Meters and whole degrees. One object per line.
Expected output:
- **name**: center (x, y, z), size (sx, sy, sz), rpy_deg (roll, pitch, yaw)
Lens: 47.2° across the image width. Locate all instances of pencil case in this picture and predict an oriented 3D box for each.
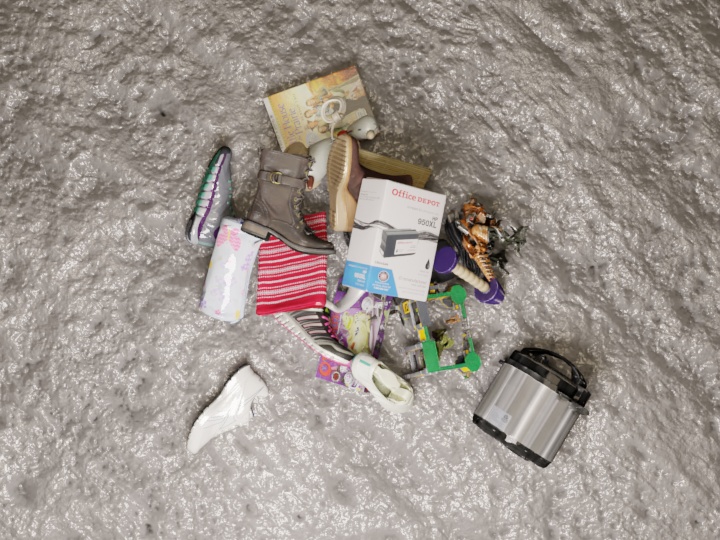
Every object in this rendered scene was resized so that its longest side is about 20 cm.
- **pencil case**: center (-0.245, -0.004, 1.578), size (0.090, 0.083, 0.202), rpy_deg (16, 97, -9)

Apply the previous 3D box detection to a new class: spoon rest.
- **spoon rest**: center (0.000, 0.000, 1.574), size (0.099, 0.061, 0.200), rpy_deg (27, 71, 36)

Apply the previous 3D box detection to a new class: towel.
- **towel**: center (-0.132, -0.013, 1.571), size (0.143, 0.023, 0.202), rpy_deg (-9, 64, 15)

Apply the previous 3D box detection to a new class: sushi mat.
- **sushi mat**: center (0.037, -0.176, 1.586), size (0.198, 0.012, 0.096), rpy_deg (11, 118, -26)

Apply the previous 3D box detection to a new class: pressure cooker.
- **pressure cooker**: center (0.328, 0.247, 1.552), size (0.175, 0.179, 0.201), rpy_deg (31, 87, 3)

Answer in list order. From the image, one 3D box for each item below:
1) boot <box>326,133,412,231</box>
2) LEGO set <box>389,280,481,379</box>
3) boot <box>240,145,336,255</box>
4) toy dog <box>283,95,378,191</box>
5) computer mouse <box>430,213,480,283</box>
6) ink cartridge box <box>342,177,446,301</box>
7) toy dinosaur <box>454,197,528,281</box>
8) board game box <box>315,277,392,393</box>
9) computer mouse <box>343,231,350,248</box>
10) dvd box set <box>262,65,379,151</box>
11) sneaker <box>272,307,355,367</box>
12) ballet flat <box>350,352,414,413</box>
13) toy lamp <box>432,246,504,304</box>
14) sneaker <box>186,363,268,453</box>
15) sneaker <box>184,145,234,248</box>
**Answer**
- **boot**: center (0.021, -0.170, 1.548), size (0.165, 0.072, 0.202), rpy_deg (-13, 125, -27)
- **LEGO set**: center (0.139, 0.127, 1.603), size (0.153, 0.116, 0.202), rpy_deg (-15, 84, -28)
- **boot**: center (-0.117, -0.128, 1.517), size (0.198, 0.069, 0.176), rpy_deg (19, 85, -7)
- **toy dog**: center (-0.055, -0.219, 1.572), size (0.131, 0.097, 0.200), rpy_deg (26, 118, -39)
- **computer mouse**: center (0.130, -0.019, 1.621), size (0.198, 0.053, 0.140), rpy_deg (-20, 89, -3)
- **ink cartridge box**: center (0.062, -0.056, 1.497), size (0.144, 0.084, 0.202), rpy_deg (10, 92, -35)
- **toy dinosaur**: center (0.237, -0.055, 1.585), size (0.135, 0.102, 0.202), rpy_deg (21, 62, -20)
- **board game box**: center (-0.012, 0.123, 1.592), size (0.119, 0.032, 0.202), rpy_deg (11, 86, 38)
- **computer mouse**: center (-0.007, -0.129, 1.635), size (0.058, 0.034, 0.202), rpy_deg (1, 94, 12)
- **dvd box set**: center (-0.078, -0.306, 1.639), size (0.198, 0.029, 0.148), rpy_deg (-20, 89, -3)
- **sneaker**: center (-0.078, 0.106, 1.577), size (0.199, 0.074, 0.088), rpy_deg (35, 85, 25)
- **ballet flat**: center (0.057, 0.220, 1.547), size (0.070, 0.069, 0.200), rpy_deg (-49, 129, -4)
- **toy lamp**: center (0.211, 0.016, 1.568), size (0.199, 0.058, 0.059), rpy_deg (31, 85, -43)
- **sneaker**: center (-0.257, 0.277, 1.585), size (0.087, 0.075, 0.200), rpy_deg (41, 87, -4)
- **sneaker**: center (-0.273, -0.139, 1.616), size (0.087, 0.074, 0.202), rpy_deg (20, 92, -21)
